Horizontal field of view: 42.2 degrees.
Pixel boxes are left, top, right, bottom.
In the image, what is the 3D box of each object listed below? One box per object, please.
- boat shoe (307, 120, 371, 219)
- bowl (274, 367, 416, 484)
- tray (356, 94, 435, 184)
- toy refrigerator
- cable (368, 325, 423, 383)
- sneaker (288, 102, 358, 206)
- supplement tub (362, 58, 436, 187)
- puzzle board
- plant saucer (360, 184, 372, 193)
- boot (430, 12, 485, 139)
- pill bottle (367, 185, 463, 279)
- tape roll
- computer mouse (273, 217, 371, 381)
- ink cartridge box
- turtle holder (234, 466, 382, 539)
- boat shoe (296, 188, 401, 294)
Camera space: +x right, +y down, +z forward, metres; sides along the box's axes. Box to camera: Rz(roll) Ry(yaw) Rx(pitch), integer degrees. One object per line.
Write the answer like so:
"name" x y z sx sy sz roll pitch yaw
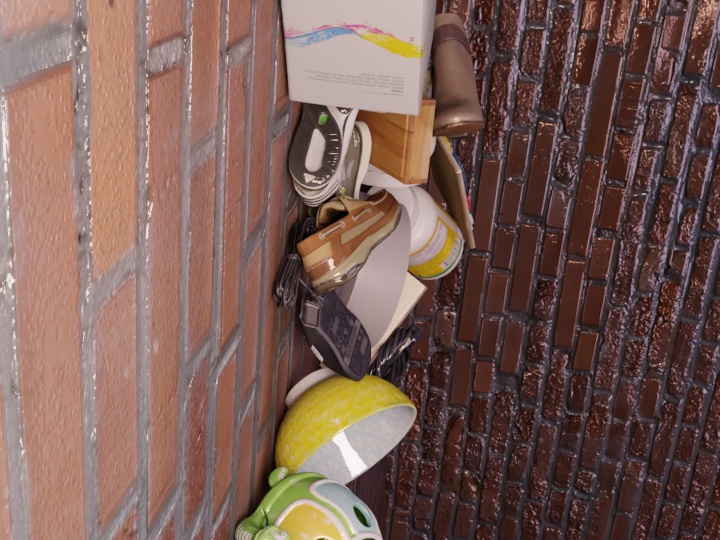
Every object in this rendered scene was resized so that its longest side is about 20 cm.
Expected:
"boat shoe" -0.036 -0.088 1.177 0.072 0.059 0.206 33 -61 51
"bowl" -0.037 0.190 1.188 0.108 0.198 0.201 54 -15 25
"tray" 0.020 -0.186 1.164 0.200 0.036 0.100 38 -51 53
"toy refrigerator" 0.019 0.086 1.483 0.201 0.070 0.076 -54 174 3
"cable" 0.027 0.175 1.480 0.201 0.051 0.163 -55 173 23
"sneaker" -0.039 -0.169 1.084 0.116 0.074 0.204 105 3 -71
"supplement tub" 0.040 -0.231 1.299 0.145 0.142 0.204 -67 163 -67
"puzzle board" 0.134 -0.144 1.415 0.201 0.017 0.152 70 -3 -57
"plant saucer" 0.008 -0.112 1.543 0.200 0.034 0.205 1 90 -89
"boot" 0.111 -0.241 1.150 0.200 0.069 0.149 -41 125 -83
"pill bottle" 0.078 -0.065 1.439 0.200 0.111 0.115 34 63 -61
"tape roll" 0.000 0.000 1.253 0.200 0.065 0.204 -166 -90 -73
"computer mouse" -0.045 0.034 1.113 0.200 0.045 0.142 50 41 -42
"ink cartridge box" 0.004 -0.279 0.922 0.202 0.142 0.147 89 10 -51
"turtle holder" -0.053 0.293 1.037 0.142 0.130 0.187 -54 137 -26
"boat shoe" -0.013 -0.052 1.077 0.074 0.075 0.200 54 33 -12
